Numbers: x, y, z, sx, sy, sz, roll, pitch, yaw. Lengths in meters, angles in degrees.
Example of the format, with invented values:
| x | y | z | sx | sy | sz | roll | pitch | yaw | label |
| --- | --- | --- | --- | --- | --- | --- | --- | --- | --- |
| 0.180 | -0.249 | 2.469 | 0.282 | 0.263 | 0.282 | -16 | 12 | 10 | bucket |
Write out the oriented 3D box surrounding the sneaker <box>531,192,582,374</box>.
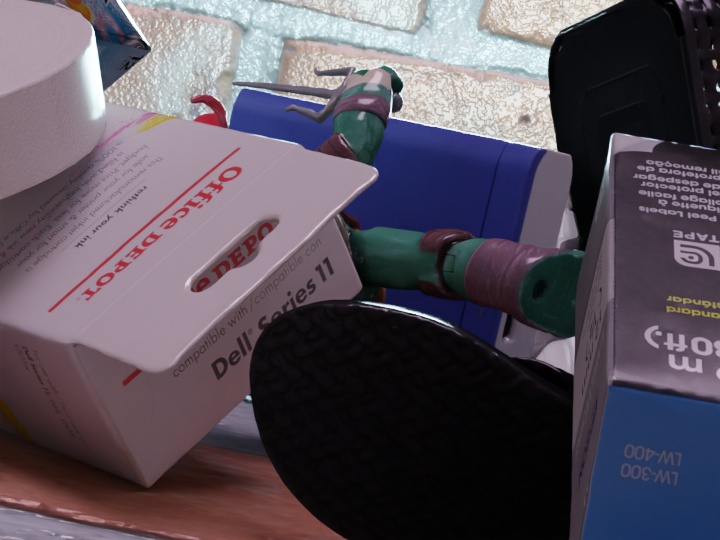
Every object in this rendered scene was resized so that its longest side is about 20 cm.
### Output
| x | y | z | sx | sy | sz | roll | pitch | yaw | label |
| --- | --- | --- | --- | --- | --- | --- | --- | --- | --- |
| 0.060 | 0.008 | 1.035 | 0.080 | 0.074 | 0.200 | 1 | 35 | -9 | sneaker |

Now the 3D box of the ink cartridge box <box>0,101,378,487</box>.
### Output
| x | y | z | sx | sy | sz | roll | pitch | yaw | label |
| --- | --- | --- | --- | --- | --- | --- | --- | --- | --- |
| -0.085 | 0.004 | 0.801 | 0.200 | 0.067 | 0.117 | 15 | 48 | 45 | ink cartridge box |

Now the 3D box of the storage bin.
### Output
| x | y | z | sx | sy | sz | roll | pitch | yaw | label |
| --- | --- | --- | --- | --- | --- | --- | --- | --- | --- |
| 0.165 | -0.025 | 1.040 | 0.094 | 0.200 | 0.135 | -6 | -4 | -22 | storage bin |

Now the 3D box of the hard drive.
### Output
| x | y | z | sx | sy | sz | roll | pitch | yaw | label |
| --- | --- | --- | --- | --- | --- | --- | --- | --- | --- |
| 0.000 | 0.000 | 0.966 | 0.025 | 0.132 | 0.200 | 11 | 3 | -40 | hard drive |

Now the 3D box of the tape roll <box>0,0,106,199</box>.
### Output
| x | y | z | sx | sy | sz | roll | pitch | yaw | label |
| --- | --- | --- | --- | --- | --- | --- | --- | --- | --- |
| -0.189 | -0.055 | 0.799 | 0.202 | 0.037 | 0.203 | -5 | 19 | 2 | tape roll |

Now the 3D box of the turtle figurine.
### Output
| x | y | z | sx | sy | sz | roll | pitch | yaw | label |
| --- | --- | --- | --- | --- | --- | --- | --- | --- | --- |
| -0.011 | 0.002 | 0.887 | 0.101 | 0.150 | 0.200 | -8 | 28 | -45 | turtle figurine |

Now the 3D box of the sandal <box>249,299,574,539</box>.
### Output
| x | y | z | sx | sy | sz | roll | pitch | yaw | label |
| --- | --- | --- | --- | --- | --- | --- | --- | --- | --- |
| 0.059 | 0.064 | 0.722 | 0.200 | 0.075 | 0.045 | 18 | 7 | -2 | sandal |

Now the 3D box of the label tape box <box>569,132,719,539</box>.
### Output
| x | y | z | sx | sy | sz | roll | pitch | yaw | label |
| --- | --- | --- | --- | --- | --- | --- | --- | --- | --- |
| 0.134 | 0.045 | 0.636 | 0.143 | 0.066 | 0.200 | 10 | 32 | 0 | label tape box |

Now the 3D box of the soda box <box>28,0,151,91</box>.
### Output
| x | y | z | sx | sy | sz | roll | pitch | yaw | label |
| --- | --- | --- | --- | --- | --- | --- | --- | --- | --- |
| -0.187 | -0.061 | 0.956 | 0.068 | 0.200 | 0.064 | 57 | 21 | 14 | soda box |
